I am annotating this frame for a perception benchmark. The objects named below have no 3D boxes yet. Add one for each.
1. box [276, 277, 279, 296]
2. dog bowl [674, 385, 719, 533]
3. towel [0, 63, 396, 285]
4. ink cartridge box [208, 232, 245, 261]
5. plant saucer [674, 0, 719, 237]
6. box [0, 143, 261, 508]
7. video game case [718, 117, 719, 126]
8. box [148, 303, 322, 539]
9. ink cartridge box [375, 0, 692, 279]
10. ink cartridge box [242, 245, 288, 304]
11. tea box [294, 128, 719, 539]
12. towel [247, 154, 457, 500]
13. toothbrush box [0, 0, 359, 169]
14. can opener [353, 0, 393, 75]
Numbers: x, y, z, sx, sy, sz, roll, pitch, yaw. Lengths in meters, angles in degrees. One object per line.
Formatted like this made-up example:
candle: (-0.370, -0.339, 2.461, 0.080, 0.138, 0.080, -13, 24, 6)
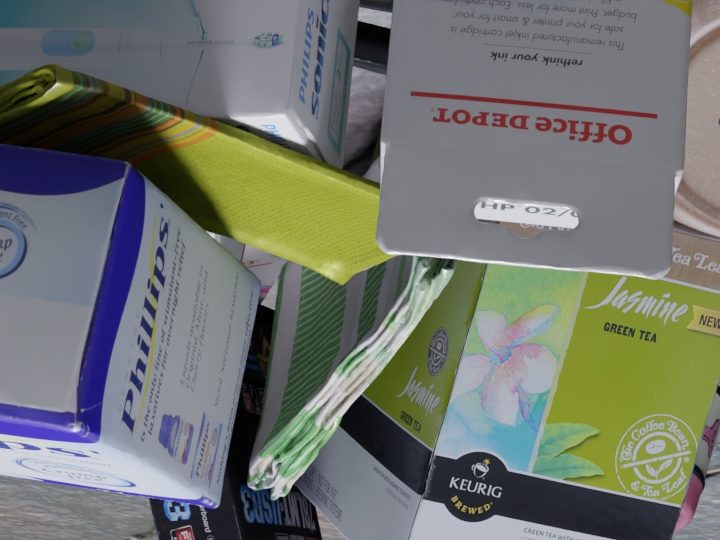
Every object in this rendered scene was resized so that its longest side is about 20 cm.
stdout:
box: (0.077, 0.017, 1.641, 0.200, 0.048, 0.158, 16, 159, -28)
dog bowl: (0.112, 0.105, 1.700, 0.200, 0.074, 0.200, 5, 162, 2)
towel: (-0.060, -0.035, 1.148, 0.200, 0.018, 0.086, 19, 158, -34)
ink cartridge box: (-0.155, -0.040, 1.382, 0.200, 0.144, 0.084, 6, 128, 4)
plant saucer: (0.190, -0.075, 1.245, 0.200, 0.037, 0.201, 0, 134, 0)
box: (-0.156, 0.018, 1.161, 0.184, 0.105, 0.200, 8, 168, 15)
video game case: (0.251, -0.085, 1.196, 0.200, 0.143, 0.019, 22, -167, -37)
box: (-0.064, 0.111, 1.483, 0.050, 0.199, 0.200, -16, 170, 9)
ink cartridge box: (0.068, -0.083, 1.133, 0.115, 0.200, 0.068, 6, 158, 1)
ink cartridge box: (-0.104, -0.017, 1.530, 0.117, 0.067, 0.200, -9, 165, -16)
tea box: (0.071, 0.047, 1.411, 0.133, 0.197, 0.200, 12, -171, -18)
towel: (0.000, 0.000, 1.381, 0.023, 0.153, 0.200, 21, 139, -14)
toothbrush box: (-0.105, -0.112, 1.187, 0.200, 0.147, 0.085, -1, 160, 16)
can opener: (-0.028, -0.121, 1.293, 0.200, 0.079, 0.063, 7, 122, -12)
